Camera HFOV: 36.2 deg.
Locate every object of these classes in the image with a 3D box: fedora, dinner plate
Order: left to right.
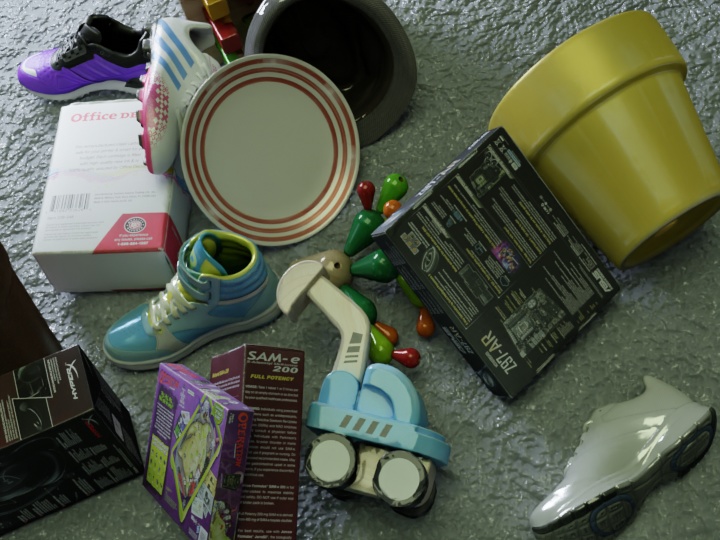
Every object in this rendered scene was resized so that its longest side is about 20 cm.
[{"bbox_3d":[-0.096,-0.128,1.178,0.197,0.024,0.204,-1,93,-17],"label":"dinner plate"},{"bbox_3d":[-0.040,-0.240,1.229,0.177,0.199,0.091,-49,27,15],"label":"fedora"}]

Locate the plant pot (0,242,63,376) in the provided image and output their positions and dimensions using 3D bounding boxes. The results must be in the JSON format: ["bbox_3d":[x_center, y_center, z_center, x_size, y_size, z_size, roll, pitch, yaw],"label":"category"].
[{"bbox_3d":[-0.394,0.063,1.063,0.197,0.199,0.203,-9,51,11],"label":"plant pot"}]

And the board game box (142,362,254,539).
[{"bbox_3d":[-0.147,0.159,0.970,0.032,0.199,0.122,3,96,-26],"label":"board game box"}]

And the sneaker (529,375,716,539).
[{"bbox_3d":[0.224,0.172,0.982,0.199,0.075,0.087,-33,47,-18],"label":"sneaker"}]

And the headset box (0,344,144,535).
[{"bbox_3d":[-0.321,0.170,1.025,0.197,0.150,0.078,-22,56,-3],"label":"headset box"}]

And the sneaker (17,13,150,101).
[{"bbox_3d":[-0.324,-0.263,1.316,0.196,0.100,0.071,-2,56,8],"label":"sneaker"}]

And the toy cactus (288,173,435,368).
[{"bbox_3d":[0.000,0.000,1.104,0.163,0.102,0.204,-6,78,26],"label":"toy cactus"}]

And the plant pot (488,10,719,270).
[{"bbox_3d":[0.254,-0.114,1.078,0.199,0.201,0.191,-28,73,-8],"label":"plant pot"}]

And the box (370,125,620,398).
[{"bbox_3d":[0.131,-0.008,1.046,0.160,0.043,0.201,-42,99,-15],"label":"box"}]

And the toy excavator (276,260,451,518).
[{"bbox_3d":[-0.001,0.106,1.010,0.191,0.100,0.203,12,74,15],"label":"toy excavator"}]

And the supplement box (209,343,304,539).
[{"bbox_3d":[-0.096,0.173,0.965,0.060,0.109,0.204,6,78,-22],"label":"supplement box"}]

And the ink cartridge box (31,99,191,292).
[{"bbox_3d":[-0.262,-0.083,1.205,0.145,0.086,0.203,-2,57,7],"label":"ink cartridge box"}]

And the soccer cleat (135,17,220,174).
[{"bbox_3d":[-0.192,-0.192,1.175,0.085,0.070,0.203,-1,59,-4],"label":"soccer cleat"}]

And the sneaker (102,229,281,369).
[{"bbox_3d":[-0.180,0.021,1.100,0.197,0.131,0.080,-23,59,-4],"label":"sneaker"}]

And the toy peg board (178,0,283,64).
[{"bbox_3d":[-0.104,-0.322,1.251,0.198,0.200,0.098,-26,54,-7],"label":"toy peg board"}]
